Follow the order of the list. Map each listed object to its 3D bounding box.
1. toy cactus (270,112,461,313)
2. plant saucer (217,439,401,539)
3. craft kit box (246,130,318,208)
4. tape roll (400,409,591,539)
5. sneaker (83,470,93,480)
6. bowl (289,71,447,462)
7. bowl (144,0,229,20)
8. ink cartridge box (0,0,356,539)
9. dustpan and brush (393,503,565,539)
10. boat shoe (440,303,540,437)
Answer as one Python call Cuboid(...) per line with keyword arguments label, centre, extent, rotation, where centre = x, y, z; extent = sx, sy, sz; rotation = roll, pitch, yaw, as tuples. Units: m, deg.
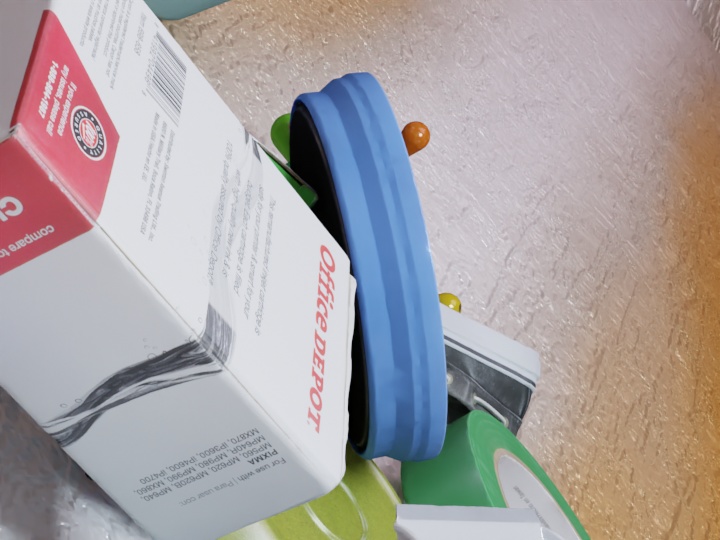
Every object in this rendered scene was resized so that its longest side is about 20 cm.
Cuboid(label="toy cactus", centre=(-0.003, -0.019, 1.209), extent=(0.165, 0.102, 0.200), rotation=(-16, 77, -59))
Cuboid(label="plant saucer", centre=(-0.024, 0.124, 0.970), extent=(0.200, 0.031, 0.200), rotation=(43, 21, -21))
Cuboid(label="craft kit box", centre=(-0.133, -0.101, 0.990), extent=(0.198, 0.049, 0.200), rotation=(45, -7, -23))
Cuboid(label="tape roll", centre=(0.096, 0.175, 1.077), extent=(0.201, 0.048, 0.200), rotation=(54, 12, -16))
Cuboid(label="sneaker", centre=(-0.093, 0.035, 0.903), extent=(0.078, 0.075, 0.200), rotation=(8, 30, -14))
Cuboid(label="bowl", centre=(0.000, 0.000, 0.987), extent=(0.201, 0.039, 0.201), rotation=(170, -90, -81))
Cuboid(label="bowl", centre=(-0.139, -0.243, 1.264), extent=(0.201, 0.105, 0.201), rotation=(44, 21, -21))
Cuboid(label="ink cartridge box", centre=(-0.090, -0.009, 0.754), extent=(0.200, 0.084, 0.144), rotation=(51, 25, -31))
Cuboid(label="dustpan and brush", centre=(0.069, 0.182, 0.684), extent=(0.140, 0.057, 0.200), rotation=(15, 70, -62))
Cuboid(label="boat shoe", centre=(0.025, 0.056, 1.137), extent=(0.200, 0.072, 0.071), rotation=(20, 69, -28))
